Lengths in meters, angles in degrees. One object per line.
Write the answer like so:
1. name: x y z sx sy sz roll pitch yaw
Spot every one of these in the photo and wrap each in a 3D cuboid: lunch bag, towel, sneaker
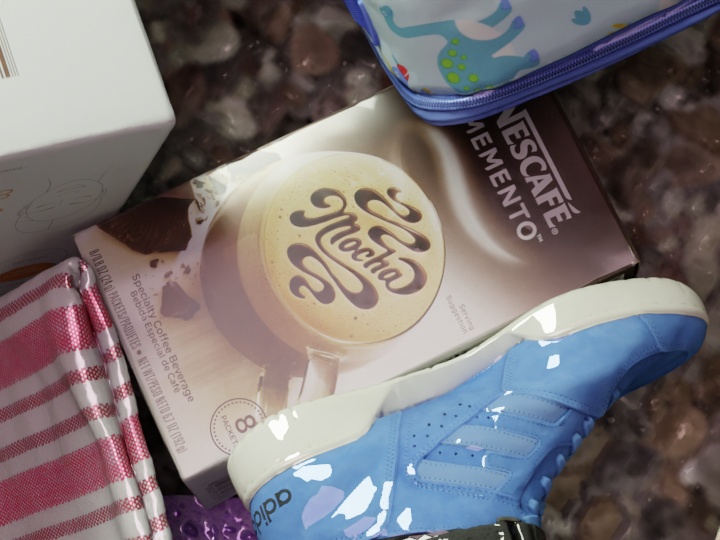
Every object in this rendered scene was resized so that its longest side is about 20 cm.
1. lunch bag: 0.058 -0.146 0.853 0.160 0.083 0.200 -26 33 -2
2. towel: -0.127 0.107 0.871 0.146 0.030 0.201 -26 77 49
3. sneaker: 0.060 0.083 0.818 0.199 0.077 0.112 -19 65 -17

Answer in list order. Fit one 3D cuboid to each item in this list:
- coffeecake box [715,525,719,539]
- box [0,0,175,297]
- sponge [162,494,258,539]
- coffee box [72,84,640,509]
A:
1. coffeecake box: 0.190 0.190 0.829 0.153 0.073 0.201 18 85 11
2. box: -0.181 -0.052 0.847 0.152 0.200 0.107 -15 76 -25
3. sponge: -0.040 0.195 0.891 0.111 0.030 0.201 1 80 10
4. coffee box: 0.000 0.000 0.878 0.199 0.080 0.113 -26 75 -3
